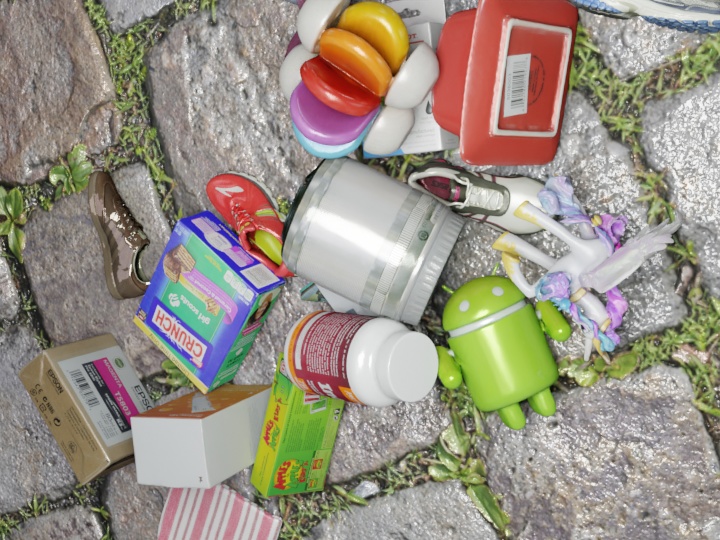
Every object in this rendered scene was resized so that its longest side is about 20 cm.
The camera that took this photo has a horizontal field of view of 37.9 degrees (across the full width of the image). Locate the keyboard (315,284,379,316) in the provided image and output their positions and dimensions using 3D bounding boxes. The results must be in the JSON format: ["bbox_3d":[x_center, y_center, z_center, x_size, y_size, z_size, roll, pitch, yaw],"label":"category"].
[{"bbox_3d":[-0.003,0.058,1.423,0.056,0.011,0.201,-23,112,31],"label":"keyboard"}]

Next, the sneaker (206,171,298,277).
[{"bbox_3d":[-0.150,-0.068,1.483,0.200,0.085,0.077,43,113,15],"label":"sneaker"}]

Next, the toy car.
[{"bbox_3d":[-0.019,-0.211,1.220,0.174,0.150,0.200,33,142,3],"label":"toy car"}]

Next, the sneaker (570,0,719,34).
[{"bbox_3d":[0.341,-0.326,1.199,0.198,0.077,0.086,19,102,23],"label":"sneaker"}]

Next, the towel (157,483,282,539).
[{"bbox_3d":[-0.219,0.399,1.625,0.199,0.030,0.148,26,109,19],"label":"towel"}]

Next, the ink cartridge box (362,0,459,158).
[{"bbox_3d":[0.056,-0.252,1.358,0.115,0.068,0.202,-4,96,27],"label":"ink cartridge box"}]

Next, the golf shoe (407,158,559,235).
[{"bbox_3d":[0.153,-0.088,1.324,0.198,0.088,0.078,14,102,23],"label":"golf shoe"}]

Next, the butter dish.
[{"bbox_3d":[0.151,-0.235,1.261,0.147,0.198,0.202,18,107,42],"label":"butter dish"}]

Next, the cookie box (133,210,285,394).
[{"bbox_3d":[-0.224,0.046,1.529,0.171,0.075,0.201,41,122,18],"label":"cookie box"}]

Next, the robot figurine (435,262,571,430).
[{"bbox_3d":[0.176,0.097,1.322,0.174,0.116,0.202,-23,89,-1],"label":"robot figurine"}]

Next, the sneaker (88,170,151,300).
[{"bbox_3d":[-0.361,-0.059,1.615,0.075,0.070,0.202,-10,97,9],"label":"sneaker"}]

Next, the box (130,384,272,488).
[{"bbox_3d":[-0.214,0.231,1.497,0.123,0.200,0.099,-3,97,27],"label":"box"}]

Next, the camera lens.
[{"bbox_3d":[0.012,-0.040,1.299,0.198,0.160,0.161,25,109,5],"label":"camera lens"}]

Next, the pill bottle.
[{"bbox_3d":[0.001,0.113,1.341,0.199,0.112,0.114,3,100,50],"label":"pill bottle"}]

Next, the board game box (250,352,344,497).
[{"bbox_3d":[-0.082,0.215,1.478,0.048,0.101,0.202,31,113,48],"label":"board game box"}]

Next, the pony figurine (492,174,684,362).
[{"bbox_3d":[0.270,-0.015,1.233,0.200,0.166,0.193,46,118,13],"label":"pony figurine"}]

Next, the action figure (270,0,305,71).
[{"bbox_3d":[-0.036,-0.336,1.378,0.133,0.148,0.202,4,73,47],"label":"action figure"}]

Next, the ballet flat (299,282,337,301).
[{"bbox_3d":[0.000,0.000,1.427,0.200,0.074,0.075,-40,79,28],"label":"ballet flat"}]

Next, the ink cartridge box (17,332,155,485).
[{"bbox_3d":[-0.404,0.207,1.610,0.075,0.164,0.201,-37,81,24],"label":"ink cartridge box"}]
